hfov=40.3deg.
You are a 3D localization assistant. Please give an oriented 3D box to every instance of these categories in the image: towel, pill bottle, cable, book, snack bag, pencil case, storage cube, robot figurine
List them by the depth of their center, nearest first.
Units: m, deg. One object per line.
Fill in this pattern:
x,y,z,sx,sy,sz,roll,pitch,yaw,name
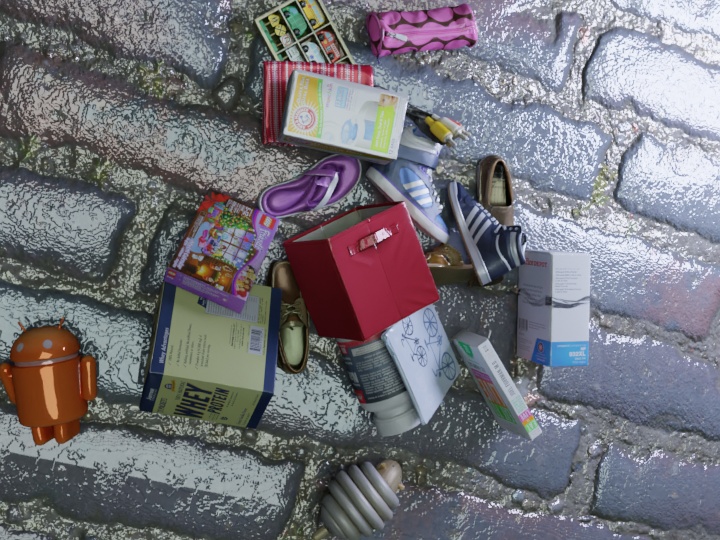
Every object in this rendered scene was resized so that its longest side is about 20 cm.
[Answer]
-0.510,0.179,1.600,0.115,0.143,0.204,-11,97,-43,robot figurine
0.000,0.000,1.669,0.169,0.199,0.182,-27,101,-27,storage cube
-0.072,-0.287,1.700,0.196,0.022,0.147,0,94,-13,towel
0.112,-0.422,1.730,0.197,0.094,0.092,-11,96,-14,pencil case
0.109,0.151,1.731,0.021,0.200,0.191,-15,108,31,snack bag
0.040,0.182,1.737,0.118,0.119,0.203,-22,98,-12,pill bottle
0.110,-0.283,1.739,0.199,0.097,0.051,40,123,10,cable
0.249,0.205,1.784,0.048,0.133,0.202,-33,100,-9,book

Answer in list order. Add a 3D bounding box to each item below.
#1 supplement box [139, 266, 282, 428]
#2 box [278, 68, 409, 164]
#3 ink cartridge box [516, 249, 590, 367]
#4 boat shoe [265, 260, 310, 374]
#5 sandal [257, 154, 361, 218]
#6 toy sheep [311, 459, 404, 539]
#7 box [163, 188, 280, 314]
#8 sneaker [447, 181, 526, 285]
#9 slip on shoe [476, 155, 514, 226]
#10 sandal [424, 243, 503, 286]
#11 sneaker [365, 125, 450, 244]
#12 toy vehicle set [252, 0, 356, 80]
-0.244,0.128,1.609,0.196,0.135,0.203,11,53,-14,supplement box
-0.032,-0.255,1.644,0.197,0.101,0.115,12,89,-9,box
0.352,0.065,1.794,0.082,0.145,0.204,0,94,-14,ink cartridge box
-0.119,0.083,1.713,0.074,0.074,0.204,-10,96,-13,boat shoe
-0.083,-0.141,1.720,0.200,0.050,0.083,-28,100,-11,sandal
-0.006,0.410,1.733,0.200,0.138,0.138,-43,102,-8,toy sheep
-0.226,-0.036,1.624,0.135,0.039,0.202,23,46,-6,box
0.230,-0.082,1.752,0.107,0.070,0.203,-22,69,11,sneaker
0.253,-0.110,1.802,0.075,0.061,0.204,-2,94,-14,slip on shoe
0.161,-0.016,1.794,0.208,0.078,0.071,3,61,-21,sandal
0.121,-0.163,1.754,0.200,0.081,0.147,42,88,-7,sneaker
-0.087,-0.375,1.716,0.123,0.026,0.202,-32,100,-10,toy vehicle set
